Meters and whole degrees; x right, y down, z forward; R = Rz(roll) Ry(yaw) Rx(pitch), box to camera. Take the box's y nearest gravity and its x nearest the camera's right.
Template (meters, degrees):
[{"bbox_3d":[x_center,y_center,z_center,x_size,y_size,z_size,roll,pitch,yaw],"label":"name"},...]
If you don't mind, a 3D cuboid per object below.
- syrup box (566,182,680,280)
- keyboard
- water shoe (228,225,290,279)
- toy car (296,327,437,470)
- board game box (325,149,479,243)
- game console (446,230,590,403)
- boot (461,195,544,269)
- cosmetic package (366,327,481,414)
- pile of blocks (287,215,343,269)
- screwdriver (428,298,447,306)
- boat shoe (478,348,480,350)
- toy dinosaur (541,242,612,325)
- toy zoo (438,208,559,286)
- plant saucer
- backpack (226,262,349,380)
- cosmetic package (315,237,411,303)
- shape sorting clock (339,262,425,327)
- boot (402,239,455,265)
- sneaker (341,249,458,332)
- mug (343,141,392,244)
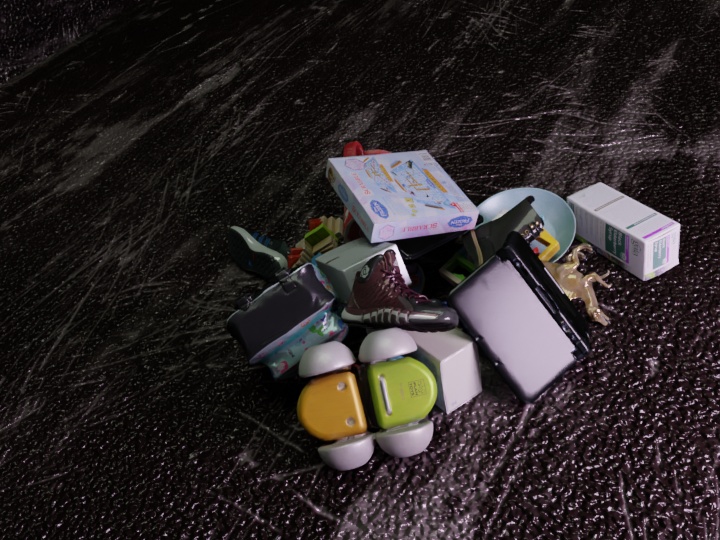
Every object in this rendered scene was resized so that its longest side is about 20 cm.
[{"bbox_3d":[0.450,-0.071,1.439,0.081,0.079,0.200,-24,36,-16],"label":"syrup box"},{"bbox_3d":[0.113,-0.071,1.430,0.199,0.040,0.104,-25,55,-37],"label":"keyboard"},{"bbox_3d":[-0.187,-0.033,1.634,0.078,0.072,0.200,-11,31,-38],"label":"water shoe"},{"bbox_3d":[0.011,0.180,1.195,0.198,0.177,0.150,-14,-4,4],"label":"toy car"},{"bbox_3d":[0.068,-0.131,1.422,0.198,0.041,0.200,-8,41,-24],"label":"board game box"},{"bbox_3d":[0.239,0.064,1.244,0.116,0.201,0.176,-36,3,21],"label":"game console"},{"bbox_3d":[0.254,-0.026,1.349,0.138,0.077,0.201,-34,49,15],"label":"boot"},{"bbox_3d":[0.091,0.117,1.277,0.073,0.104,0.200,-28,38,-24],"label":"cosmetic package"},{"bbox_3d":[-0.093,-0.032,1.536,0.082,0.062,0.201,-12,45,44],"label":"pile of blocks"},{"bbox_3d":[0.158,0.046,1.255,0.198,0.028,0.029,-12,3,-9],"label":"screwdriver"},{"bbox_3d":[0.206,0.099,1.304,0.063,0.073,0.202,-47,43,18],"label":"boat shoe"},{"bbox_3d":[0.331,0.003,1.343,0.101,0.058,0.200,-43,58,-13],"label":"toy dinosaur"},{"bbox_3d":[0.249,-0.029,1.441,0.200,0.021,0.131,-42,51,-13],"label":"toy zoo"},{"bbox_3d":[0.285,-0.062,1.494,0.199,0.039,0.202,-10,49,12],"label":"plant saucer"},{"bbox_3d":[-0.107,0.081,1.331,0.177,0.151,0.200,-36,-2,-1],"label":"backpack"},{"bbox_3d":[0.000,0.000,1.373,0.101,0.075,0.200,-26,10,-13],"label":"cosmetic package"},{"bbox_3d":[0.017,0.031,1.480,0.198,0.039,0.201,-9,34,6],"label":"shape sorting clock"},{"bbox_3d":[0.087,-0.106,1.512,0.199,0.069,0.175,-17,68,-46],"label":"boot"},{"bbox_3d":[0.056,0.025,1.197,0.199,0.075,0.117,0,76,40],"label":"sneaker"},{"bbox_3d":[0.009,-0.137,1.621,0.133,0.177,0.201,-45,24,34],"label":"mug"}]
